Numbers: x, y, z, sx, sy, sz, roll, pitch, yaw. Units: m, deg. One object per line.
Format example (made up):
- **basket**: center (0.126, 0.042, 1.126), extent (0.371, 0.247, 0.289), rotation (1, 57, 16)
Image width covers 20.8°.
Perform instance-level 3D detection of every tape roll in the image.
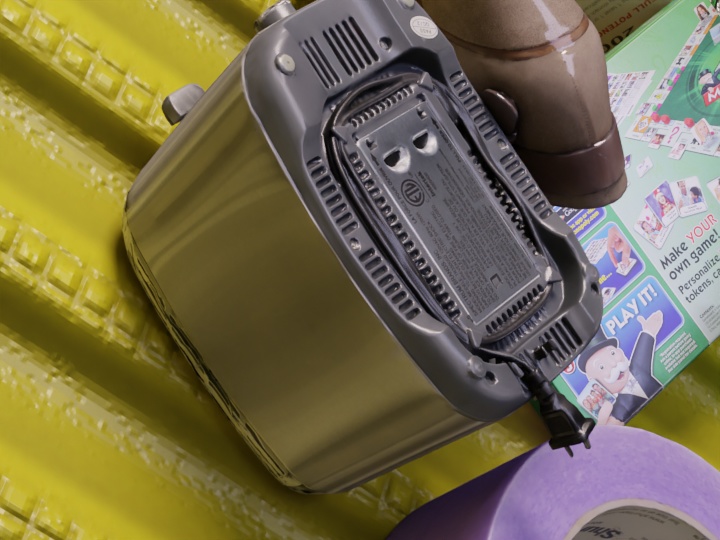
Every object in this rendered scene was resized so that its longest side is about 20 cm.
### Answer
- **tape roll**: center (0.097, 0.169, 0.784), extent (0.199, 0.085, 0.202), rotation (21, 54, -33)

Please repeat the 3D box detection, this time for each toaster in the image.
- **toaster**: center (0.000, 0.000, 0.760), extent (0.113, 0.129, 0.201), rotation (-35, 91, -45)

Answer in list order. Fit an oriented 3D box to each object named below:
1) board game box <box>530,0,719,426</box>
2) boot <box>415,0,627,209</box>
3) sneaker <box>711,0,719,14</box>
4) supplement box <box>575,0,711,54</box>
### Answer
- **board game box**: center (0.130, -0.027, 0.918), extent (0.200, 0.029, 0.135), rotation (-38, 93, -27)
- **boot**: center (0.044, -0.089, 0.841), extent (0.070, 0.200, 0.147), rotation (-27, 101, -11)
- **sneaker**: center (0.220, -0.123, 1.057), extent (0.078, 0.085, 0.202), rotation (17, 57, -34)
- **supplement box**: center (0.085, -0.205, 0.991), extent (0.199, 0.073, 0.127), rotation (29, 51, -27)
